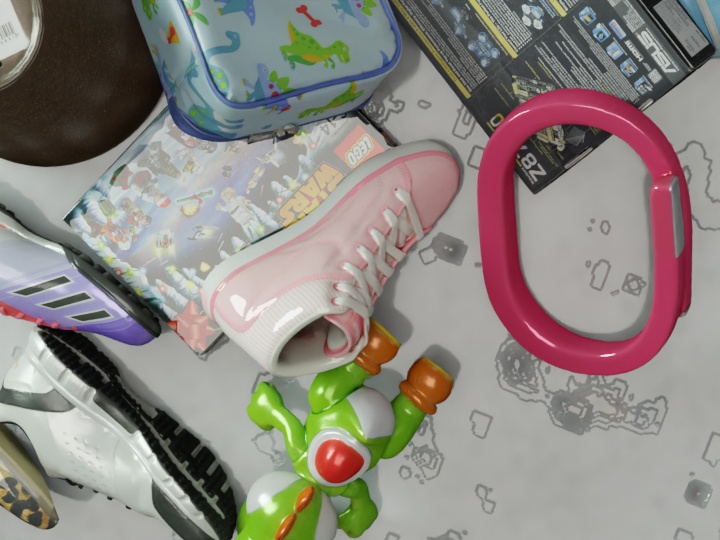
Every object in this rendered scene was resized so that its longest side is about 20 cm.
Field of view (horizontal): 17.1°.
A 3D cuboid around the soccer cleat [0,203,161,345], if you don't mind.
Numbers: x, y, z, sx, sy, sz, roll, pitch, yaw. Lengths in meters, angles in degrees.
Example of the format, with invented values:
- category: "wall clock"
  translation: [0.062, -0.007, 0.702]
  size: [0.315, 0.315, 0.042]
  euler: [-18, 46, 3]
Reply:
- category: "soccer cleat"
  translation: [-0.230, 0.008, 1.646]
  size: [0.199, 0.068, 0.074]
  euler: [31, 82, 7]

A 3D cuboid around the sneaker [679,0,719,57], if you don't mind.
- category: "sneaker"
  translation: [0.214, -0.232, 1.585]
  size: [0.129, 0.080, 0.202]
  euler: [-13, 92, 5]

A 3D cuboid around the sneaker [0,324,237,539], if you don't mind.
- category: "sneaker"
  translation: [-0.169, 0.128, 1.658]
  size: [0.200, 0.074, 0.080]
  euler: [44, 108, 7]

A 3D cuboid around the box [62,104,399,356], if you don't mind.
- category: "box"
  translation: [-0.089, -0.060, 1.645]
  size: [0.137, 0.040, 0.200]
  euler: [44, 96, 1]

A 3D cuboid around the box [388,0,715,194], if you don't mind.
- category: "box"
  translation: [0.114, -0.173, 1.577]
  size: [0.200, 0.049, 0.161]
  euler: [52, 127, 1]

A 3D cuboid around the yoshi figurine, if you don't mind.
- category: "yoshi figurine"
  translation: [-0.027, 0.132, 1.636]
  size: [0.112, 0.112, 0.201]
  euler: [32, 84, 36]

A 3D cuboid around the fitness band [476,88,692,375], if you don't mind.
- category: "fitness band"
  translation: [0.148, -0.024, 1.583]
  size: [0.143, 0.037, 0.201]
  euler: [9, 121, 25]

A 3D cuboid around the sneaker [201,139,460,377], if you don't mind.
- category: "sneaker"
  translation: [0.000, 0.000, 1.590]
  size: [0.199, 0.076, 0.105]
  euler: [-33, 47, -10]

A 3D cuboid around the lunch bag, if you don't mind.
- category: "lunch bag"
  translation: [-0.069, -0.190, 1.574]
  size: [0.160, 0.082, 0.201]
  euler: [-17, 77, -27]

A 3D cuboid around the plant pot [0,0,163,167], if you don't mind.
- category: "plant pot"
  translation: [-0.229, -0.160, 1.573]
  size: [0.185, 0.200, 0.189]
  euler: [0, 94, 5]

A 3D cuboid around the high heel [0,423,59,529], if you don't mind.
- category: "high heel"
  translation: [-0.312, 0.150, 1.663]
  size: [0.200, 0.071, 0.143]
  euler: [41, 93, 16]
